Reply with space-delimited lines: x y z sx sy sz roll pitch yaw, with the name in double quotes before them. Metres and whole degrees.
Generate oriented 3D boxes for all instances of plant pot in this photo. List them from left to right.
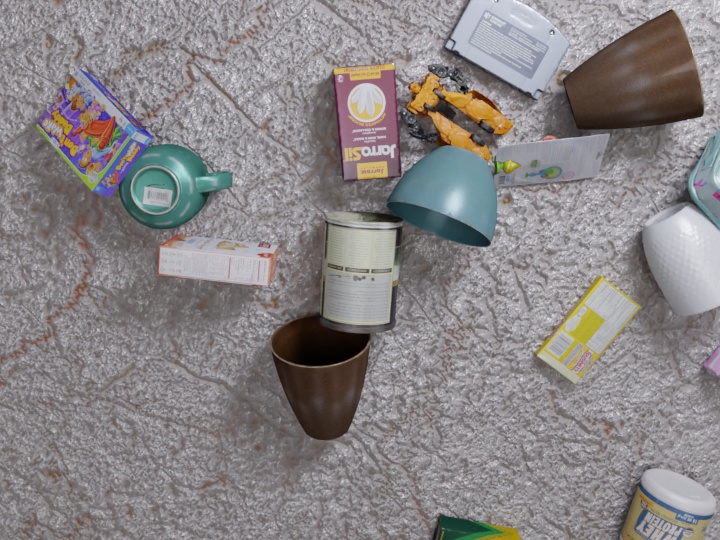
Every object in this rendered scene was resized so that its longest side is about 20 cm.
"plant pot" -0.069 0.214 1.421 0.186 0.187 0.201 -3 117 0
"plant pot" 0.162 -0.142 1.336 0.200 0.200 0.135 22 84 -5
"plant pot" 0.465 -0.323 1.303 0.199 0.187 0.187 -18 102 18

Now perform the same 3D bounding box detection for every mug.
"mug" -0.346 -0.161 1.356 0.185 0.114 0.152 -38 100 7
"mug" 0.624 -0.043 1.387 0.200 0.148 0.176 -34 95 -23

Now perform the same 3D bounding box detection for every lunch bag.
"lunch bag" 0.679 -0.168 1.343 0.160 0.077 0.200 42 60 -6

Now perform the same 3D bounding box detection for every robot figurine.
"robot figurine" 0.170 -0.281 1.364 0.200 0.058 0.145 33 99 -8

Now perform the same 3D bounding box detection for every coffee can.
"coffee can" 0.000 0.000 1.376 0.146 0.146 0.201 4 102 -1

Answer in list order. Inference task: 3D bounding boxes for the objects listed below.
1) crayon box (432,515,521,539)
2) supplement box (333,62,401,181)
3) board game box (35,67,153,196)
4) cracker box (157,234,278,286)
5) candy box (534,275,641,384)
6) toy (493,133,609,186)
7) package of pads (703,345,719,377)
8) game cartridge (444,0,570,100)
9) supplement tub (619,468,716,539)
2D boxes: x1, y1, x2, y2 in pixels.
"crayon box" 0.226 0.625 1.556 0.172 0.058 0.201 12 102 -3
"supplement box" 0.013 -0.266 1.351 0.110 0.086 0.201 -5 102 0
"board game box" -0.472 -0.245 1.323 0.200 0.045 0.135 43 100 24
"cracker box" -0.258 -0.021 1.377 0.199 0.134 0.058 7 101 -2
"candy box" 0.444 0.117 1.467 0.102 0.026 0.200 36 100 -10
"toy" 0.342 -0.212 1.372 0.199 0.115 0.047 -9 57 -1
"package of pads" 0.779 0.147 1.451 0.120 0.076 0.200 32 100 -8
"game cartridge" 0.268 -0.413 1.349 0.200 0.042 0.133 28 96 -6
"supplement tub" 0.605 0.516 1.492 0.144 0.145 0.201 14 101 -3
